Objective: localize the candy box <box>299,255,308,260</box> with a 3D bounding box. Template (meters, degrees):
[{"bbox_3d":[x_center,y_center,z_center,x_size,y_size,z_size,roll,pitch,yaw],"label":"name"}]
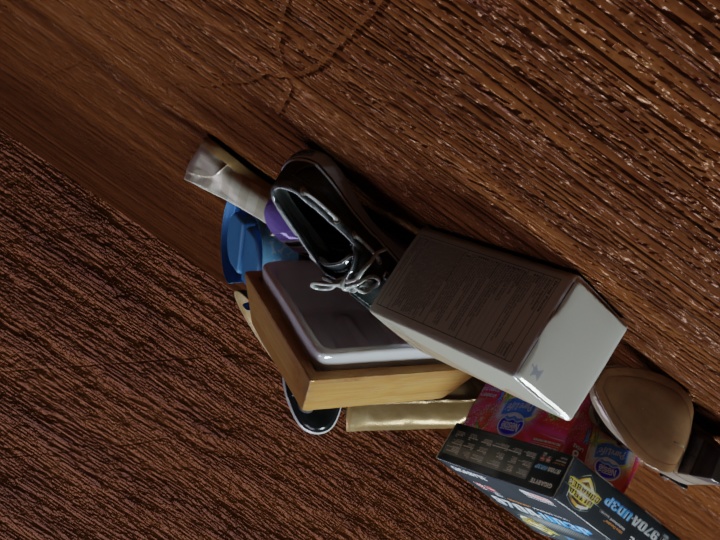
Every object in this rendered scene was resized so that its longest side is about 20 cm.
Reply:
[{"bbox_3d":[-0.081,0.039,1.447,0.200,0.061,0.137,35,156,57],"label":"candy box"}]

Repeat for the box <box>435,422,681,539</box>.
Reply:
[{"bbox_3d":[0.189,0.221,1.083,0.159,0.046,0.200,39,164,-24],"label":"box"}]

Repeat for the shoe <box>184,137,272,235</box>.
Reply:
[{"bbox_3d":[-0.107,-0.070,1.241,0.200,0.053,0.070,35,172,-9],"label":"shoe"}]

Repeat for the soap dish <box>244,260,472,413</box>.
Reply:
[{"bbox_3d":[-0.002,0.062,1.085,0.199,0.081,0.157,0,-143,-34],"label":"soap dish"}]

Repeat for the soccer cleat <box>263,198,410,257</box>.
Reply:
[{"bbox_3d":[-0.002,-0.021,1.058,0.199,0.067,0.076,29,-177,3],"label":"soccer cleat"}]

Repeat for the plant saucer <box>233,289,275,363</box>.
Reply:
[{"bbox_3d":[-0.087,0.097,1.397,0.200,0.035,0.200,50,167,16],"label":"plant saucer"}]

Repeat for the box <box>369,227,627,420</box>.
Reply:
[{"bbox_3d":[0.106,0.038,0.901,0.078,0.095,0.200,39,172,-34],"label":"box"}]

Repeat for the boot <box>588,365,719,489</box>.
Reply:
[{"bbox_3d":[0.249,0.136,0.994,0.200,0.070,0.146,37,173,-18],"label":"boot"}]

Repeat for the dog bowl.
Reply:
[{"bbox_3d":[-0.122,-0.023,1.335,0.049,0.112,0.200,2,-162,-20],"label":"dog bowl"}]

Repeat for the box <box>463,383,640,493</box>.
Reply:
[{"bbox_3d":[0.204,0.165,1.166,0.095,0.100,0.200,36,166,-19],"label":"box"}]

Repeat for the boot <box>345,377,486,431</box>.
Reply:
[{"bbox_3d":[0.080,0.179,1.297,0.199,0.176,0.066,2,169,-5],"label":"boot"}]

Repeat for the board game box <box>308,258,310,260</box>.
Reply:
[{"bbox_3d":[0.004,0.014,1.400,0.200,0.024,0.105,31,174,15],"label":"board game box"}]

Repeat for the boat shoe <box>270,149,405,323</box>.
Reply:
[{"bbox_3d":[-0.009,-0.011,0.975,0.073,0.068,0.200,-15,119,34],"label":"boat shoe"}]

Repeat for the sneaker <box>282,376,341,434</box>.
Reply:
[{"bbox_3d":[-0.051,0.083,1.244,0.073,0.201,0.112,1,173,-4],"label":"sneaker"}]
